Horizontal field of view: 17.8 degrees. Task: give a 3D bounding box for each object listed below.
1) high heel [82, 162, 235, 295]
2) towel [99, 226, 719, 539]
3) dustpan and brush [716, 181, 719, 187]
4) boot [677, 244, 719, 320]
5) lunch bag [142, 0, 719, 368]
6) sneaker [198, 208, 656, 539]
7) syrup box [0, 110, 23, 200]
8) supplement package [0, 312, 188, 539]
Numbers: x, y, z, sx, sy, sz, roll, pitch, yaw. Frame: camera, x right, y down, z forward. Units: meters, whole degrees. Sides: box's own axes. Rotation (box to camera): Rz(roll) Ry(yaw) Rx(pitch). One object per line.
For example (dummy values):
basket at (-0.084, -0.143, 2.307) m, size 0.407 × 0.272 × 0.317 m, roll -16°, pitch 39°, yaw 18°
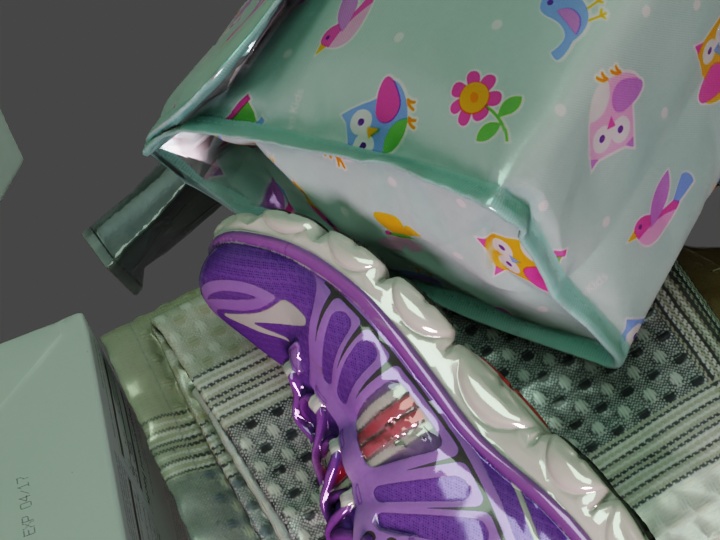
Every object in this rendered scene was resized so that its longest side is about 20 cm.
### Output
high heel at (0.000, 0.000, 0.868) m, size 0.143 × 0.071 × 0.200 m, roll -43°, pitch 63°, yaw -2°
towel at (0.029, 0.051, 0.789) m, size 0.200 × 0.035 × 0.193 m, roll -28°, pitch 63°, yaw -5°
dustpan and brush at (0.091, -0.065, 0.895) m, size 0.200 × 0.057 × 0.140 m, roll -39°, pitch 69°, yaw -13°
boot at (0.117, 0.006, 0.845) m, size 0.200 × 0.074 × 0.076 m, roll -18°, pitch 76°, yaw 0°
lunch bag at (0.032, -0.082, 0.783) m, size 0.200 × 0.122 × 0.171 m, roll 20°, pitch 70°, yaw 41°
sneaker at (0.009, 0.058, 0.733) m, size 0.083 × 0.081 × 0.200 m, roll -41°, pitch 63°, yaw -8°
syrup box at (-0.202, -0.012, 0.843) m, size 0.081 × 0.079 × 0.200 m, roll -7°, pitch 35°, yaw 20°
supplement package at (-0.135, 0.139, 0.778) m, size 0.155 × 0.111 × 0.200 m, roll -20°, pitch 38°, yaw 1°
